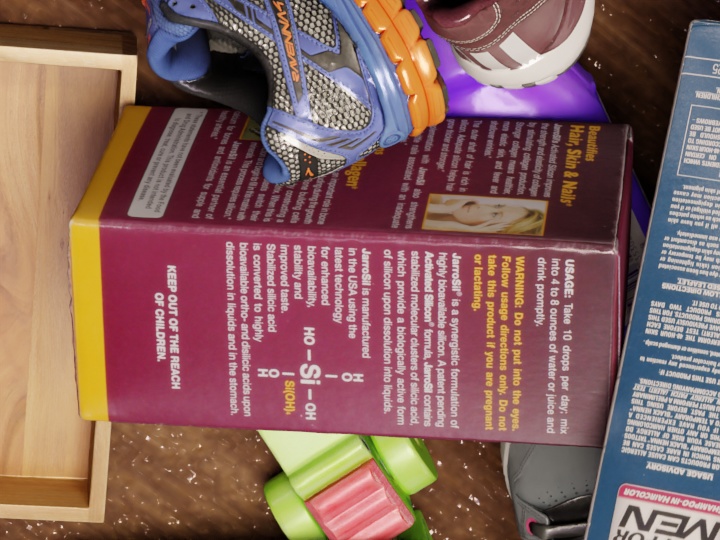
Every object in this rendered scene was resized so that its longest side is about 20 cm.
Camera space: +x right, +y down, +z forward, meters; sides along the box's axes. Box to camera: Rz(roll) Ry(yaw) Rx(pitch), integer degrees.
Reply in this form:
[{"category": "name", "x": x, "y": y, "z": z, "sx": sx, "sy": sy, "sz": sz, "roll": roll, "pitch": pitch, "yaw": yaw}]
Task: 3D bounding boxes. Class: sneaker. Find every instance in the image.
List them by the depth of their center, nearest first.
[{"category": "sneaker", "x": 0.044, "y": -0.172, "z": 1.030, "sx": 0.075, "sy": 0.115, "sz": 0.201, "roll": -7, "pitch": 81, "yaw": 21}, {"category": "sneaker", "x": -0.057, "y": -0.111, "z": 1.055, "sx": 0.078, "sy": 0.075, "sz": 0.200, "roll": -38, "pitch": 67, "yaw": -17}, {"category": "sneaker", "x": 0.097, "y": 0.141, "z": 1.158, "sx": 0.083, "sy": 0.121, "sz": 0.200, "roll": -10, "pitch": 131, "yaw": 5}]

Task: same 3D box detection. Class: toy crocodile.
[{"category": "toy crocodile", "x": 0.014, "y": 0.122, "z": 1.203, "sx": 0.067, "sy": 0.062, "sz": 0.200, "roll": -28, "pitch": 111, "yaw": 4}]

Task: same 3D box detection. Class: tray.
[{"category": "tray", "x": -0.146, "y": 0.001, "z": 1.154, "sx": 0.098, "sy": 0.037, "sz": 0.201, "roll": 3, "pitch": 109, "yaw": -7}]

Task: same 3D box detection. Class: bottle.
[{"category": "bottle", "x": 0.060, "y": -0.047, "z": 1.142, "sx": 0.083, "sy": 0.065, "sz": 0.200, "roll": -25, "pitch": 111, "yaw": 8}]

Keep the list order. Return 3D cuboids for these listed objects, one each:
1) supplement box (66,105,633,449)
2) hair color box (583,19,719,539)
[{"category": "supplement box", "x": 0.000, "y": 0.000, "z": 1.073, "sx": 0.199, "sy": 0.110, "sz": 0.086, "roll": 3, "pitch": 117, "yaw": 6}, {"category": "hair color box", "x": 0.138, "y": 0.020, "z": 1.050, "sx": 0.060, "sy": 0.100, "sz": 0.201, "roll": 10, "pitch": 82, "yaw": 20}]
